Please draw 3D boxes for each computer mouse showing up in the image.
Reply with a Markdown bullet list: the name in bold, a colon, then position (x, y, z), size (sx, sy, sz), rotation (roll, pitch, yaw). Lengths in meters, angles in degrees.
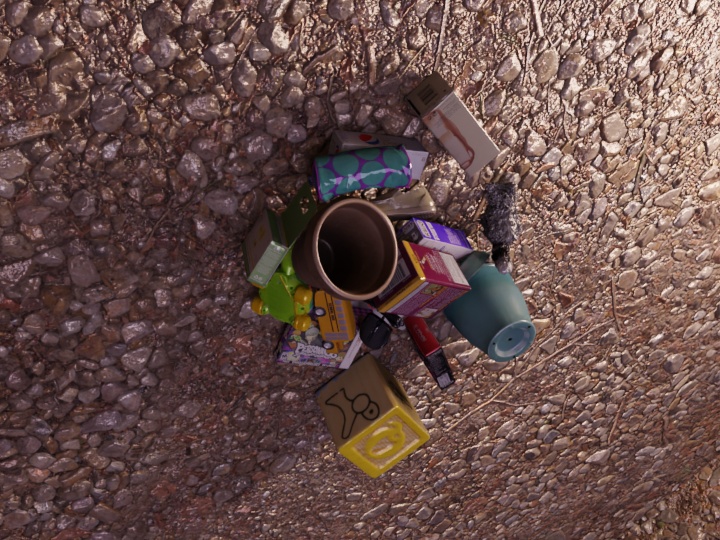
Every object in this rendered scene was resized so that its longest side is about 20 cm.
- **computer mouse**: position (0.012, 0.118, 1.699), size (0.046, 0.140, 0.200), rotation (-48, 176, -27)

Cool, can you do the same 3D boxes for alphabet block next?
- **alphabet block**: position (0.029, 0.374, 1.913), size (0.195, 0.200, 0.196), rotation (-38, 132, 8)

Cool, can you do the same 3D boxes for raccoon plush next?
- **raccoon plush**: position (0.333, -0.111, 1.687), size (0.096, 0.201, 0.134), rotation (-13, 145, -1)

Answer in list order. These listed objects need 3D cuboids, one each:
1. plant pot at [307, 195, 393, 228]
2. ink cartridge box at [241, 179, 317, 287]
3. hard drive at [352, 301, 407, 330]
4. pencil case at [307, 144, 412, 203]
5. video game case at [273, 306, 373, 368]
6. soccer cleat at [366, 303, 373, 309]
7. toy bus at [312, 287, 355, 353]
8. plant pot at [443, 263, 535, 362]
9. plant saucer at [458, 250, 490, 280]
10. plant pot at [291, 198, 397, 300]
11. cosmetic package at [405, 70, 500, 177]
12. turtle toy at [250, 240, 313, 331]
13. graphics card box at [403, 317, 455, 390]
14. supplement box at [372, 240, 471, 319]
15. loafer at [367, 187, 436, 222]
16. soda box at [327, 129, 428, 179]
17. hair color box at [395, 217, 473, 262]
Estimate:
- **plant pot**: position (-0.023, -0.063, 1.597), size (0.198, 0.028, 0.202), rotation (6, 120, 11)
- **ink cartridge box**: position (-0.168, -0.085, 1.502), size (0.048, 0.146, 0.201), rotation (25, 113, -26)
- **hard drive**: position (0.073, 0.062, 1.807), size (0.199, 0.026, 0.132), rotation (27, 111, -37)
- **pencil case**: position (0.001, -0.190, 1.455), size (0.198, 0.085, 0.093), rotation (-12, 114, -15)
- **video game case**: position (-0.088, 0.157, 1.787), size (0.199, 0.036, 0.182), rotation (9, 126, -26)
- **soccer cleat**: position (0.000, 0.000, 1.676), size (0.066, 0.077, 0.201), rotation (-25, 120, 2)
- **toy bus**: position (-0.058, 0.097, 1.666), size (0.078, 0.065, 0.201), rotation (-4, 131, 9)
- **plant pot**: position (0.335, 0.118, 1.855), size (0.198, 0.188, 0.201), rotation (-14, 131, -16)
- **plant saucer**: position (0.223, 0.014, 1.762), size (0.200, 0.200, 0.036), rotation (-43, 90, 11)
- **plant pot**: position (-0.052, -0.031, 1.497), size (0.199, 0.174, 0.202), rotation (6, 79, -34)
- **cosmetic package**: position (0.191, -0.299, 1.530), size (0.087, 0.104, 0.200), rotation (-40, 130, 12)
- **turtle toy**: position (-0.156, 0.031, 1.619), size (0.145, 0.101, 0.201), rotation (20, 128, 17)
- **graphics card box**: position (0.175, 0.205, 1.879), size (0.051, 0.126, 0.200), rotation (-31, 143, -2)
- **supplement box**: position (0.124, 0.024, 1.609), size (0.131, 0.104, 0.199), rotation (-40, 149, 27)
- **loafer**: position (0.063, -0.142, 1.618), size (0.198, 0.069, 0.076), rotation (-4, 167, -5)
- **soda box**: position (0.036, -0.238, 1.532), size (0.198, 0.064, 0.069), rotation (2, 125, -24)
- **hair color box**: position (0.154, -0.050, 1.686), size (0.109, 0.065, 0.199), rotation (-42, 150, 29)
